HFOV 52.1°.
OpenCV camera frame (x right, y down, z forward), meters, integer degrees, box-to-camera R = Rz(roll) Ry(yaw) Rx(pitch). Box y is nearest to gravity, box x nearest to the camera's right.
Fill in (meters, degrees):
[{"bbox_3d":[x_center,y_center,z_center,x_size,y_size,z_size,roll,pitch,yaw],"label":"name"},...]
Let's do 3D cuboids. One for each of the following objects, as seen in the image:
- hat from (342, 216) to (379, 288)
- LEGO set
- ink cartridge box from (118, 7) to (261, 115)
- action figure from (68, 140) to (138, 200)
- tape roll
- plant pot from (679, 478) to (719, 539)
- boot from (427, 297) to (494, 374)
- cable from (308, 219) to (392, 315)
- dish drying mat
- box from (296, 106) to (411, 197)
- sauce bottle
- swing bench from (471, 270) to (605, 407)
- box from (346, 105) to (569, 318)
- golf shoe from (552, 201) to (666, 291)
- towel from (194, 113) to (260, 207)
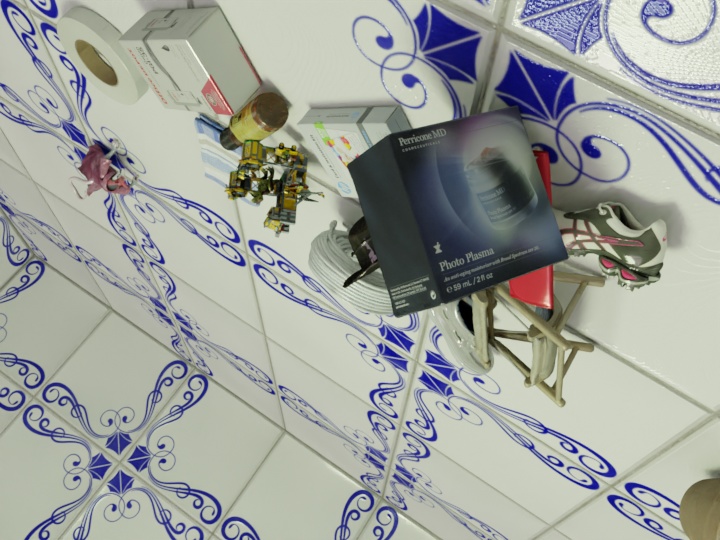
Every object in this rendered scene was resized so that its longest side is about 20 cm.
[{"bbox_3d":[0.035,-0.058,1.142,0.081,0.200,0.200,55,155,-1],"label":"hat"},{"bbox_3d":[-0.164,-0.133,1.297,0.152,0.118,0.199,11,161,-25],"label":"LEGO set"},{"bbox_3d":[-0.276,-0.336,1.192,0.198,0.083,0.147,15,147,41],"label":"ink cartridge box"},{"bbox_3d":[-0.632,-0.235,1.800,0.199,0.148,0.135,32,153,47],"label":"action figure"},{"bbox_3d":[-0.497,-0.411,1.423,0.201,0.037,0.204,31,155,16],"label":"tape roll"},{"bbox_3d":[0.614,0.416,1.197,0.200,0.201,0.175,40,173,-7],"label":"plant pot"},{"bbox_3d":[0.203,0.121,1.345,0.200,0.074,0.095,49,160,-22],"label":"boot"},{"bbox_3d":[0.000,0.000,1.294,0.198,0.200,0.070,31,113,7],"label":"cable"},{"bbox_3d":[0.217,-0.054,0.952,0.076,0.018,0.203,18,118,53],"label":"dish drying mat"},{"bbox_3d":[0.012,-0.177,1.130,0.198,0.041,0.157,13,146,46],"label":"box"},{"bbox_3d":[-0.189,-0.246,1.252,0.066,0.066,0.199,46,152,-19],"label":"sauce bottle"},{"bbox_3d":[0.252,0.077,1.136,0.198,0.130,0.200,25,153,27],"label":"swing bench"},{"bbox_3d":[0.116,-0.072,0.889,0.123,0.198,0.201,-24,85,62],"label":"box"},{"bbox_3d":[0.297,-0.054,0.937,0.199,0.077,0.089,30,125,36],"label":"golf shoe"},{"bbox_3d":[-0.262,-0.212,1.465,0.146,0.024,0.201,32,155,10],"label":"towel"}]
